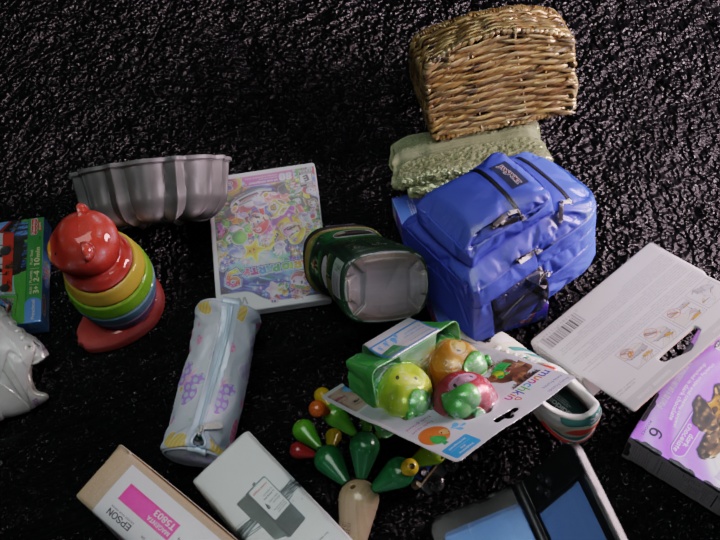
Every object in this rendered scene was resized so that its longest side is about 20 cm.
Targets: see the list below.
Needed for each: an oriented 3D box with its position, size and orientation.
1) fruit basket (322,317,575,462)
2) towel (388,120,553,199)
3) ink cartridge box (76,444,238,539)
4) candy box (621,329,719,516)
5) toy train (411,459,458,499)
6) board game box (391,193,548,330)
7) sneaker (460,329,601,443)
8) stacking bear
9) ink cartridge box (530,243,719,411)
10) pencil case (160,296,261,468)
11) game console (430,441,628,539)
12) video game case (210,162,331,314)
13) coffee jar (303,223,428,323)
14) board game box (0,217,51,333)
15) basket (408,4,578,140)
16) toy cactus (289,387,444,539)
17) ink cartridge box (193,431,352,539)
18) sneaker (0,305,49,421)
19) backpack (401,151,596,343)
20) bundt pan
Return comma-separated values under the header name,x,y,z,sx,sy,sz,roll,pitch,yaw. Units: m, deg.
name,x,y,z,sx,sy,sz,roll,pitch,yaw
fruit basket,0.089,0.117,1.222,0.185,0.094,0.200,-28,25,-34
towel,0.134,-0.146,1.477,0.200,0.037,0.148,-9,30,3
ink cartridge box,-0.190,0.293,1.248,0.200,0.165,0.075,35,71,21
candy box,0.422,0.183,1.300,0.200,0.072,0.168,31,69,19
toy train,0.118,0.177,1.348,0.046,0.034,0.200,39,71,2
board game box,0.132,-0.016,1.443,0.134,0.045,0.200,-17,63,-4
sneaker,0.185,0.112,1.310,0.200,0.093,0.070,36,70,12
stacking bear,-0.307,-0.001,1.388,0.113,0.200,0.122,-8,62,1
ink cartridge box,0.325,0.071,1.342,0.200,0.045,0.176,-38,39,-13
pencil case,-0.173,0.132,1.371,0.083,0.091,0.200,6,63,9
game console,0.188,0.310,1.237,0.116,0.176,0.200,-7,59,-30
video game case,-0.118,-0.040,1.494,0.143,0.018,0.200,-8,63,0
coffee jar,0.000,0.000,1.361,0.104,0.200,0.086,-5,102,-16
board game box,-0.496,0.016,1.490,0.200,0.037,0.152,-8,63,2
basket,0.162,-0.274,1.493,0.200,0.143,0.149,-11,38,1
toy cactus,0.002,0.218,1.304,0.200,0.102,0.165,5,83,22
ink cartridge box,-0.076,0.284,1.254,0.083,0.147,0.200,-41,66,-14
sneaker,-0.432,0.079,1.413,0.099,0.075,0.200,-15,94,-10
backpack,0.170,-0.043,1.328,0.200,0.168,0.163,-28,54,-17
bundt pan,-0.253,-0.092,1.446,0.201,0.202,0.076,-8,91,1
